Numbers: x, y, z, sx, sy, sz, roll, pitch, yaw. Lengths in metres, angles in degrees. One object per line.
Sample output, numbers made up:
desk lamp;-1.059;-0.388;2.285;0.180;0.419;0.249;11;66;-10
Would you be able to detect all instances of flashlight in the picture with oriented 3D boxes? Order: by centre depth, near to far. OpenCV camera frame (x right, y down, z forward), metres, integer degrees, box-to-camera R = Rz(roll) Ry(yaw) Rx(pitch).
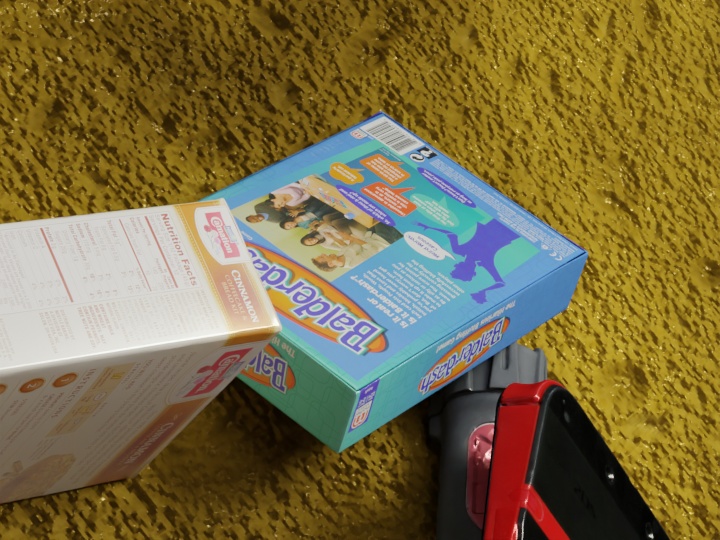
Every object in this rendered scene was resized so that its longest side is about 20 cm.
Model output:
flashlight;0.071;0.125;1.164;0.068;0.068;0.200;23;49;-19

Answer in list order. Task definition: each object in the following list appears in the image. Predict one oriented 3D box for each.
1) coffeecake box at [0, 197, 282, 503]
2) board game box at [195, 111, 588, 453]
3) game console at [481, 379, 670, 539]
coffeecake box;-0.161;0.045;0.995;0.200;0.154;0.073;-8;64;-39
board game box;0.000;0.000;1.184;0.152;0.045;0.200;36;40;24
game console;0.114;0.170;1.125;0.200;0.031;0.177;54;34;-33
